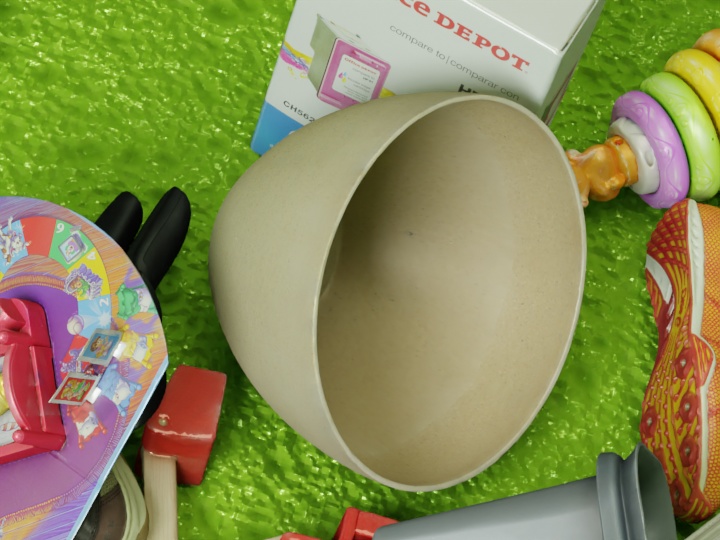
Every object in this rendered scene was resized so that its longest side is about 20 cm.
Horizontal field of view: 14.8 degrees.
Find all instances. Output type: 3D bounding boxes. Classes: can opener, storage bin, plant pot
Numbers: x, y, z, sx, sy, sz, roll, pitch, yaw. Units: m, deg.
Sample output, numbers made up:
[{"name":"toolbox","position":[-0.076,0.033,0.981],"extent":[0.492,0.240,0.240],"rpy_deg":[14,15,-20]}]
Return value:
[{"name":"can opener","position":[-0.125,0.006,1.405],"extent":[0.063,0.079,0.200],"rpy_deg":[1,28,2]},{"name":"storage bin","position":[0.081,0.191,1.281],"extent":[0.134,0.146,0.200],"rpy_deg":[-10,77,11]},{"name":"plant pot","position":[0.000,0.000,1.415],"extent":[0.134,0.201,0.200],"rpy_deg":[14,42,42]}]

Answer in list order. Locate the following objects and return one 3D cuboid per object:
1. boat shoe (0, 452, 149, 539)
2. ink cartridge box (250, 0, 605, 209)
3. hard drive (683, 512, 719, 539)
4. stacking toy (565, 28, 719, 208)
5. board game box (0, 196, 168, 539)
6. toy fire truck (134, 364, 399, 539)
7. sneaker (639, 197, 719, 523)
[{"name":"boat shoe","position":[-0.171,0.061,1.362],"extent":[0.073,0.065,0.200],"rpy_deg":[-39,63,-1]},{"name":"ink cartridge box","position":[0.036,-0.115,1.478],"extent":[0.144,0.200,0.085],"rpy_deg":[29,53,6]},{"name":"hard drive","position":[0.188,0.204,1.398],"extent":[0.200,0.038,0.140],"rpy_deg":[-31,69,-32]},{"name":"stacking toy","position":[0.182,-0.076,1.566],"extent":[0.200,0.110,0.116],"rpy_deg":[-24,49,-17]},{"name":"board game box","position":[-0.186,0.060,1.308],"extent":[0.158,0.200,0.039],"rpy_deg":[33,7,28]},{"name":"toy fire truck","position":[-0.054,0.153,1.357],"extent":[0.141,0.049,0.200],"rpy_deg":[16,54,-4]},{"name":"sneaker","position":[0.195,0.047,1.492],"extent":[0.077,0.073,0.200],"rpy_deg":[19,55,-14]}]
